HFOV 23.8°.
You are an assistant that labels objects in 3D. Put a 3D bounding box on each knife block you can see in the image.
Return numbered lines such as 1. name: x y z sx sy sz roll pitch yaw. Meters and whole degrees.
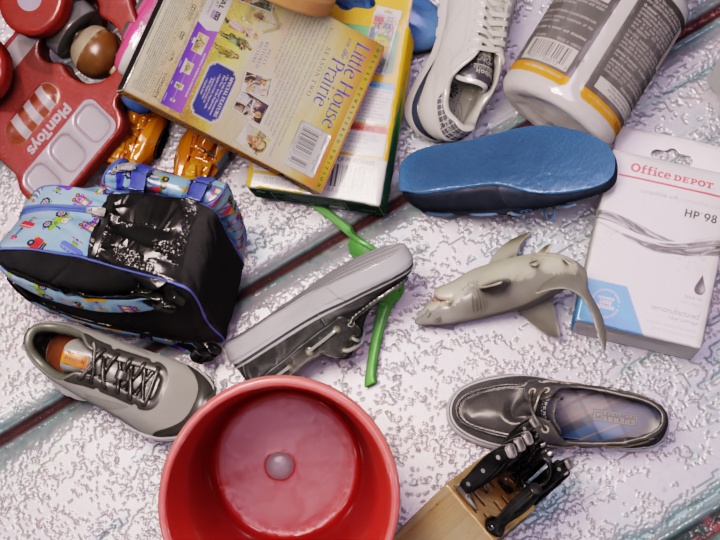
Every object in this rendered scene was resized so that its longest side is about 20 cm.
1. knife block: 0.087 0.210 1.435 0.200 0.176 0.064 -40 78 -4

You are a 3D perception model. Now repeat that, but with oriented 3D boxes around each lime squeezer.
1. lime squeezer: 0.000 0.000 1.562 0.070 0.038 0.201 -30 77 30

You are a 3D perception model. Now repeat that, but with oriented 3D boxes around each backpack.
1. backpack: -0.214 -0.017 1.503 0.198 0.183 0.136 11 72 13

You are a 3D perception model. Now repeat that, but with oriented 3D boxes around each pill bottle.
1. pill bottle: 0.225 -0.218 1.543 0.116 0.116 0.201 32 82 9

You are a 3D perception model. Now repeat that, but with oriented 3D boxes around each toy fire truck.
1. toy fire truck: -0.270 -0.174 1.554 0.168 0.112 0.200 44 96 11

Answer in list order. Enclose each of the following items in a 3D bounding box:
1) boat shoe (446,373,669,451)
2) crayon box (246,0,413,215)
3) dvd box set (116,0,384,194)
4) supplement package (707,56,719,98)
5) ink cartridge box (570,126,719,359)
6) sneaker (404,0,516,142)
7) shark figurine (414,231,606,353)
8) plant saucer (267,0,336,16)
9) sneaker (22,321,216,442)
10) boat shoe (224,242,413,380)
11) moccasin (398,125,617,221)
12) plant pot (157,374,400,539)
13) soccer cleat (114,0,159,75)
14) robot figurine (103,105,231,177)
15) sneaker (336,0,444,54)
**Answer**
1. boat shoe: 0.174 0.128 1.502 0.198 0.066 0.071 8 79 5
2. crayon box: -0.023 -0.160 1.558 0.125 0.052 0.202 9 83 9
3. dvd box set: -0.092 -0.175 1.475 0.199 0.029 0.147 26 82 -20
4. supplement package: 0.428 -0.202 1.528 0.199 0.114 0.110 -36 80 -5
5. ink cartridge box: 0.265 -0.034 1.528 0.115 0.067 0.202 12 80 7
6. sneaker: 0.108 -0.211 1.557 0.076 0.080 0.202 18 85 -21
7. shark figurine: 0.161 0.026 1.497 0.128 0.214 0.090 -38 108 -32
8. plant saucer: -0.101 -0.290 1.469 0.200 0.200 0.038 37 110 10
9. sneaker: -0.216 0.096 1.501 0.199 0.079 0.074 17 80 27
10. boat shoe: -0.026 0.046 1.522 0.199 0.072 0.071 -31 97 23
11. moccasin: 0.135 -0.086 1.535 0.198 0.068 0.081 2 63 20
12. plant pot: -0.067 0.177 1.436 0.198 0.177 0.202 0 94 -1
13. soccer cleat: -0.140 -0.233 1.518 0.086 0.070 0.201 33 55 1
14. robot figurine: -0.157 -0.172 1.587 0.144 0.058 0.201 19 81 6
15. sneaker: -0.012 -0.262 1.588 0.199 0.078 0.066 27 79 7
